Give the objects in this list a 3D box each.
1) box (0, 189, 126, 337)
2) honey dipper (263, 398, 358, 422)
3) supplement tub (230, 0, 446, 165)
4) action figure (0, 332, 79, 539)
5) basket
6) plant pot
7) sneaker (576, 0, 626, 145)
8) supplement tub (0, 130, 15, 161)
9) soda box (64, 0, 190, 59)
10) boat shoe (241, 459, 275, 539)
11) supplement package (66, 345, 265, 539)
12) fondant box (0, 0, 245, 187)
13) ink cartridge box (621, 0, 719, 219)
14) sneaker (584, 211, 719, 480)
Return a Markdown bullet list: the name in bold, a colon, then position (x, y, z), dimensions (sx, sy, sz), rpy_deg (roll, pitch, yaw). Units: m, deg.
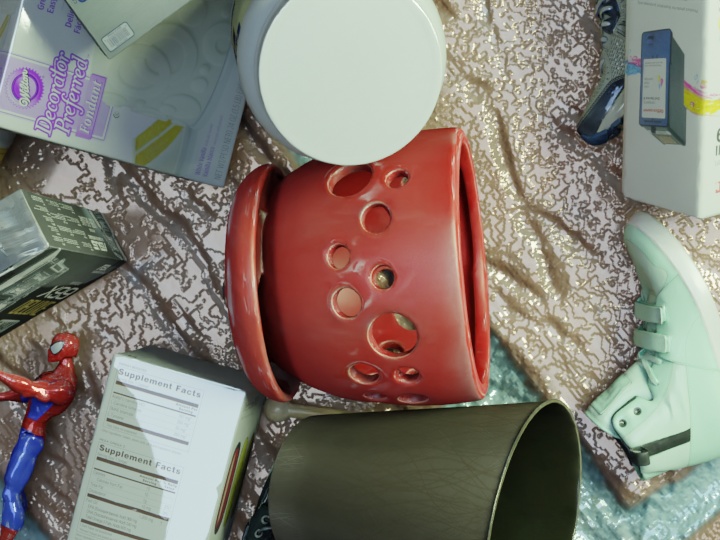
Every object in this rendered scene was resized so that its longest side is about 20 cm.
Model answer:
- **box**: position (-0.279, 0.006, 1.062), dimensions (0.156, 0.200, 0.050), rpy_deg (-30, 85, 4)
- **honey dipper**: position (0.019, 0.122, 1.126), dimensions (0.197, 0.038, 0.039), rpy_deg (8, 92, 8)
- **supplement tub**: position (-0.018, -0.159, 0.988), dimensions (0.142, 0.200, 0.147), rpy_deg (-2, 109, -7)
- **action figure**: position (-0.293, 0.134, 1.128), dimensions (0.098, 0.065, 0.202), rpy_deg (24, 92, -13)
- **basket**: position (0.042, 0.172, 1.032), dimensions (0.198, 0.136, 0.182), rpy_deg (4, 60, 34)
- **plant pot**: position (0.000, 0.000, 1.044), dimensions (0.179, 0.200, 0.204), rpy_deg (-3, 91, 10)
- **sneaker**: position (0.213, -0.192, 1.091), dimensions (0.084, 0.077, 0.202), rpy_deg (30, 84, 10)
- **supplement tub**: position (-0.359, -0.097, 1.093), dimensions (0.144, 0.145, 0.202), rpy_deg (31, 93, 3)
- **soda box**: position (-0.119, -0.238, 0.984), dimensions (0.199, 0.068, 0.064), rpy_deg (-36, 118, 0)
- **boat shoe**: position (-0.063, 0.229, 1.115), dimensions (0.074, 0.066, 0.202), rpy_deg (21, 92, 5)
- **supplement package**: position (-0.154, 0.172, 1.098), dimensions (0.108, 0.114, 0.203), rpy_deg (15, 93, 5)
- **fondant box**: position (-0.182, -0.158, 1.070), dimensions (0.198, 0.058, 0.147), rpy_deg (14, 92, -33)
- **ink cartridge box**: position (0.270, -0.153, 1.020), dimensions (0.144, 0.087, 0.203), rpy_deg (-12, 112, -31)
- **sneaker**: position (0.219, 0.063, 1.084), dimensions (0.117, 0.074, 0.203), rpy_deg (-23, 92, -2)
